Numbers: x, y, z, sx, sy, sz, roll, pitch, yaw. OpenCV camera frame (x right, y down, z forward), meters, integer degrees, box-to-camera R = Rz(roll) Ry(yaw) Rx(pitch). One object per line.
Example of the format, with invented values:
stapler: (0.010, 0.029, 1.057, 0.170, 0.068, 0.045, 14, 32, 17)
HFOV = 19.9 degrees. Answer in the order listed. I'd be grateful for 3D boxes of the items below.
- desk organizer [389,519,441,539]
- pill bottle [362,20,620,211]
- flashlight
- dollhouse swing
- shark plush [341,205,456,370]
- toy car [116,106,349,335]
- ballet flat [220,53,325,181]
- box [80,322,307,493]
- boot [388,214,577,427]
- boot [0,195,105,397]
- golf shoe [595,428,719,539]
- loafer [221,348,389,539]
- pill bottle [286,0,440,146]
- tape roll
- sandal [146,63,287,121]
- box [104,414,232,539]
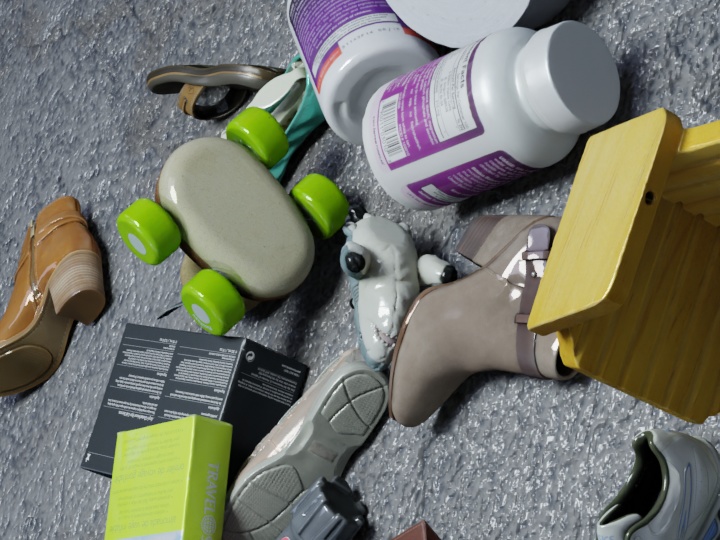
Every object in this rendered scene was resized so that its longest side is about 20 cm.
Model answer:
desk organizer: (0.008, 0.269, 1.539, 0.200, 0.071, 0.077, -36, 42, 35)
pill bottle: (0.103, -0.124, 1.609, 0.199, 0.112, 0.113, -20, 55, 45)
flashlight: (-0.073, 0.258, 1.657, 0.200, 0.068, 0.068, -50, 64, 19)
dollhouse swing: (0.251, 0.002, 1.266, 0.175, 0.199, 0.183, 9, 77, 53)
shark plush: (0.000, 0.000, 1.675, 0.200, 0.090, 0.084, -129, 47, -55)
toy car: (-0.127, -0.022, 1.832, 0.164, 0.158, 0.200, -42, -2, -24)
ballet flat: (-0.089, -0.126, 1.896, 0.200, 0.070, 0.068, -50, 38, 21)
box: (-0.150, 0.130, 1.820, 0.199, 0.079, 0.142, 5, 72, 53)
boot: (0.107, 0.049, 1.545, 0.146, 0.070, 0.201, 30, 100, 48)
boot: (-0.343, 0.028, 2.141, 0.200, 0.074, 0.155, -38, 43, 16)
golf shoe: (0.173, 0.196, 1.335, 0.078, 0.097, 0.201, 9, 74, 50)
loafer: (-0.048, 0.150, 1.696, 0.200, 0.072, 0.063, -51, 21, 11)
pill bottle: (-0.002, -0.210, 1.797, 0.112, 0.111, 0.201, -47, 39, 24)
tape roll: (0.090, -0.285, 1.668, 0.199, 0.066, 0.202, 21, 121, 38)
sandal: (-0.140, -0.173, 2.005, 0.199, 0.081, 0.055, 6, 96, 46)
box: (-0.164, 0.227, 1.686, 0.122, 0.047, 0.202, -16, 62, 48)
